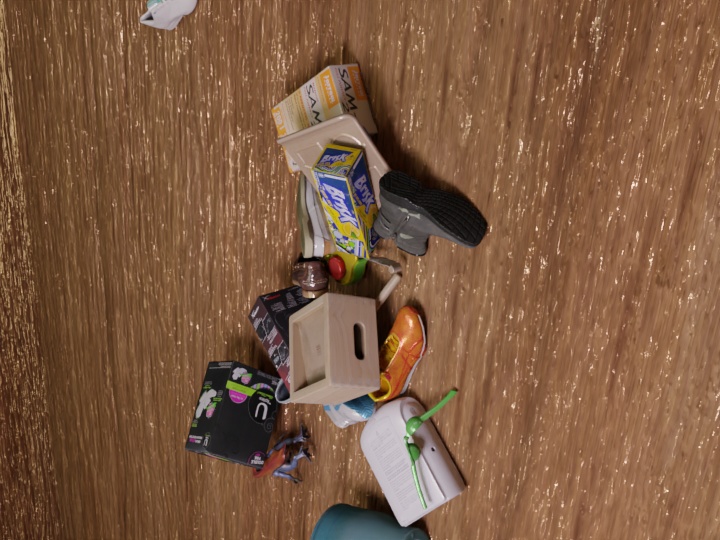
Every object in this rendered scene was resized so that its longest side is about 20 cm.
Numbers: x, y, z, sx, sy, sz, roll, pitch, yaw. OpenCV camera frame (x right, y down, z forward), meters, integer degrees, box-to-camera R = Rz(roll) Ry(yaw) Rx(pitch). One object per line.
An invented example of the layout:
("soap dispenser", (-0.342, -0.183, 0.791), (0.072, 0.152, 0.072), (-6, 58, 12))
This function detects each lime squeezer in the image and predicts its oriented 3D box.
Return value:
("lime squeezer", (0.104, 0.294, 1.260), (0.038, 0.069, 0.205), (177, 108, -80))

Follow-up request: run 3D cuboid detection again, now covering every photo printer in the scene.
("photo printer", (0.084, 0.339, 1.344), (0.202, 0.068, 0.167), (60, 138, 19))

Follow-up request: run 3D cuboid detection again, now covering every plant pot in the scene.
("plant pot", (0.030, 0.548, 1.395), (0.185, 0.199, 0.205), (-10, 94, 35))

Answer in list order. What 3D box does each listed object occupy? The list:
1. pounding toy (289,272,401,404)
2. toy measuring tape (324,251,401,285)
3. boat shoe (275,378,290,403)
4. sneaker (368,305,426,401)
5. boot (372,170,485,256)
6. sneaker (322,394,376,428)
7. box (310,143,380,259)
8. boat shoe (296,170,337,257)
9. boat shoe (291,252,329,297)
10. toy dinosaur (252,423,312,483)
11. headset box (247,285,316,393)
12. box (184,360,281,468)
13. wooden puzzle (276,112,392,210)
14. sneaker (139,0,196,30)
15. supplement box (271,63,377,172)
("pounding toy", (-0.026, 0.119, 1.311), (0.183, 0.139, 0.205), (-31, 56, 54))
("toy measuring tape", (0.000, 0.000, 1.341), (0.198, 0.073, 0.075), (19, 116, 46))
("boat shoe", (-0.123, 0.226, 1.557), (0.071, 0.071, 0.201), (58, 138, 19))
("sneaker", (0.062, 0.154, 1.307), (0.073, 0.076, 0.204), (38, 127, 38))
("boot", (0.108, -0.070, 1.198), (0.198, 0.068, 0.132), (32, 148, 20))
("sneaker", (-0.018, 0.261, 1.428), (0.199, 0.075, 0.083), (-170, 68, -69))
("box", (-0.019, -0.113, 1.243), (0.069, 0.065, 0.202), (14, 147, 24))
("boat shoe", (-0.081, -0.107, 1.390), (0.075, 0.067, 0.204), (104, 161, -53))
("boat shoe", (-0.094, -0.003, 1.412), (0.200, 0.069, 0.072), (-147, 48, -74))
("toy dinosaur", (-0.191, 0.411, 1.649), (0.179, 0.199, 0.107), (-29, 60, 18))
("headset box", (-0.106, 0.132, 1.446), (0.202, 0.147, 0.078), (57, 139, 20))
("box", (-0.278, 0.320, 1.654), (0.123, 0.147, 0.204), (-9, 61, 51))
("wooden puzzle", (-0.022, -0.178, 1.258), (0.183, 0.047, 0.200), (-8, 133, 46))
("sneaker", (-0.430, -0.598, 1.655), (0.199, 0.087, 0.077), (-28, 79, 50))
("supplement box", (-0.069, -0.269, 1.332), (0.198, 0.073, 0.129), (-20, 87, 51))
